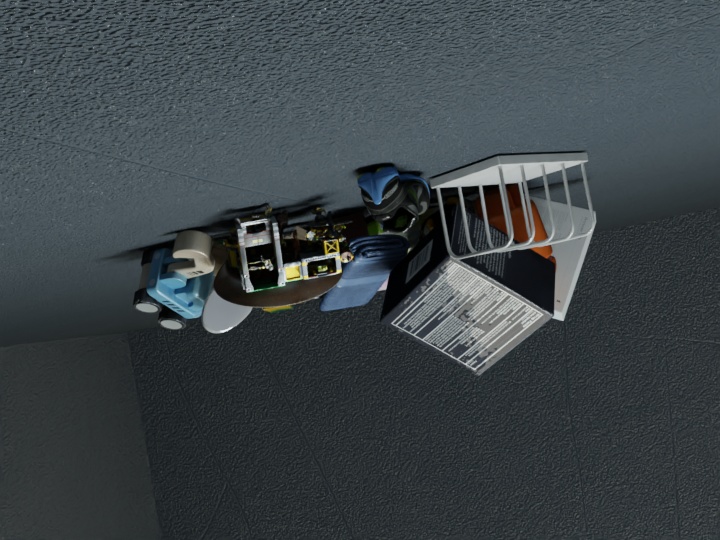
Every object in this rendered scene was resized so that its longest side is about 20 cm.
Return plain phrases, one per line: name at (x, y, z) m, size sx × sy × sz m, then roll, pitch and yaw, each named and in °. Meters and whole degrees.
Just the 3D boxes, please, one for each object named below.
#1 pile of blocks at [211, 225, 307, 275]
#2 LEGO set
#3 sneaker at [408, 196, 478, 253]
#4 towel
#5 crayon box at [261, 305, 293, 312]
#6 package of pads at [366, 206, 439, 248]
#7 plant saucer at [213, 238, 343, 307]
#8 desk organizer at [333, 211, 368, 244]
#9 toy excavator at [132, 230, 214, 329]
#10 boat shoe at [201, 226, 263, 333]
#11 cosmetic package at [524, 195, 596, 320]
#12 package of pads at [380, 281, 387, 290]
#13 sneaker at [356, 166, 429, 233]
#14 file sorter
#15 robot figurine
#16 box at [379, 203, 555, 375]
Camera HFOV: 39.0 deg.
pile of blocks at (-0.162, -0.025, 1.737) m, size 0.199 × 0.083 × 0.062 m, roll -10°, pitch -179°, yaw 3°
LEGO set at (-0.112, -0.057, 1.481) m, size 0.199 × 0.116 × 0.154 m, roll -7°, pitch -154°, yaw -3°
sneaker at (0.121, -0.050, 1.765) m, size 0.200 × 0.078 × 0.082 m, roll -51°, pitch 141°, yaw 7°
towel at (0.000, 0.000, 1.702) m, size 0.111 × 0.049 × 0.200 m, roll -6°, pitch 154°, yaw -26°
crayon box at (-0.170, 0.015, 1.968) m, size 0.051 × 0.128 × 0.200 m, roll -10°, pitch 177°, yaw 0°
package of pads at (0.062, -0.059, 1.897) m, size 0.154 × 0.069 × 0.200 m, roll -12°, pitch 177°, yaw -25°
plant saucer at (-0.126, -0.003, 1.547) m, size 0.199 × 0.032 × 0.200 m, roll -4°, pitch -155°, yaw 2°
desk organizer at (-0.015, -0.025, 1.785) m, size 0.077 × 0.072 × 0.200 m, roll -14°, pitch 157°, yaw 1°
toy excavator at (-0.279, 0.004, 1.635) m, size 0.199 × 0.100 × 0.194 m, roll -11°, pitch 148°, yaw 29°
boat shoe at (-0.196, 0.014, 1.661) m, size 0.071 × 0.201 × 0.070 m, roll 32°, pitch 167°, yaw -15°
cosmetic package at (0.319, -0.027, 1.812) m, size 0.150 × 0.201 × 0.052 m, roll 16°, pitch 164°, yaw 22°
package of pads at (0.046, -0.020, 2.103) m, size 0.199 × 0.121 × 0.076 m, roll -12°, pitch 176°, yaw 23°
sneaker at (0.045, -0.088, 1.360) m, size 0.070 × 0.083 × 0.200 m, roll -11°, pitch 176°, yaw 18°
file sorter at (0.228, -0.094, 1.484) m, size 0.199 × 0.125 × 0.138 m, roll -8°, pitch 176°, yaw -41°
robot figurine at (0.262, -0.043, 1.718) m, size 0.116 × 0.201 × 0.144 m, roll -22°, pitch -172°, yaw -5°
box at (0.169, 0.035, 1.602) m, size 0.198 × 0.124 × 0.200 m, roll 30°, pitch 133°, yaw -16°
